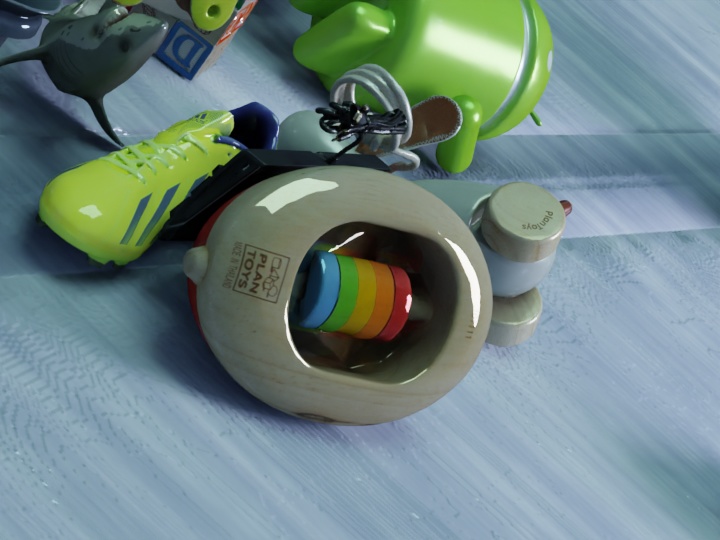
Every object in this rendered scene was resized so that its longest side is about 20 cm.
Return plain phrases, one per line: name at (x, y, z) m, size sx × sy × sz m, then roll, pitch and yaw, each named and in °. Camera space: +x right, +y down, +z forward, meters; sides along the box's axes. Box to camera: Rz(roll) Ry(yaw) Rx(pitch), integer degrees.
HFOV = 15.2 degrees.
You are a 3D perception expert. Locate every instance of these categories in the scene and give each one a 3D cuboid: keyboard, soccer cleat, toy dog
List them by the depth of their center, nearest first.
soccer cleat at (-0.108, -0.055, 1.457) m, size 0.065 × 0.084 × 0.200 m, roll 42°, pitch 24°, yaw 12°
keyboard at (-0.030, -0.057, 1.485) m, size 0.021 × 0.127 × 0.200 m, roll 58°, pitch 17°, yaw 9°
toy dog at (0.053, -0.050, 1.645) m, size 0.200 × 0.132 × 0.096 m, roll 46°, pitch 46°, yaw -1°

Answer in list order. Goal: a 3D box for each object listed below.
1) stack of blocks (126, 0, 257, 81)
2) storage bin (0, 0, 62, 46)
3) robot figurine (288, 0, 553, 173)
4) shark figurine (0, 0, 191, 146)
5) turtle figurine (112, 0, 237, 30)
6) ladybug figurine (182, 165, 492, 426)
stack of blocks at (-0.147, -0.229, 1.689) m, size 0.200 × 0.115 × 0.059 m, roll 38°, pitch 23°, yaw 1°
storage bin at (-0.245, -0.146, 1.374) m, size 0.145 × 0.135 × 0.201 m, roll 19°, pitch 29°, yaw -34°
robot figurine at (0.047, -0.156, 1.818) m, size 0.199 × 0.115 × 0.177 m, roll 16°, pitch 56°, yaw -39°
shark figurine at (-0.145, -0.120, 1.555) m, size 0.090 × 0.127 × 0.215 m, roll 63°, pitch 11°, yaw -15°
turtle figurine at (-0.136, -0.193, 1.466) m, size 0.199 × 0.065 × 0.161 m, roll 32°, pitch 14°, yaw -36°
ladybug figurine at (-0.018, 0.010, 1.425) m, size 0.199 × 0.137 × 0.072 m, roll 17°, pitch 0°, yaw -40°
